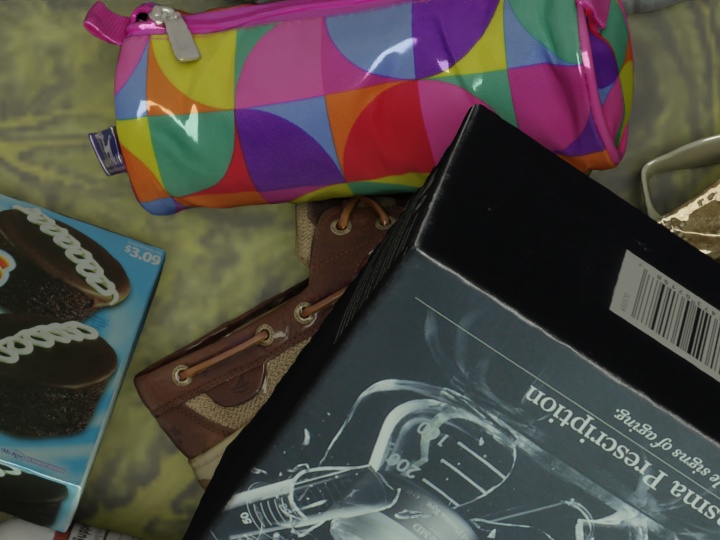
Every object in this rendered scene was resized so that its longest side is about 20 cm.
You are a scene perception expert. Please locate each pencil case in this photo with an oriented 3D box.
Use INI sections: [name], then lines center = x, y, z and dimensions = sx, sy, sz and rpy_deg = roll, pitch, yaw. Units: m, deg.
[pencil case]
center = 0.001, -0.068, 0.981
dimensions = 0.198, 0.088, 0.089
rpy_deg = -5, 92, 14

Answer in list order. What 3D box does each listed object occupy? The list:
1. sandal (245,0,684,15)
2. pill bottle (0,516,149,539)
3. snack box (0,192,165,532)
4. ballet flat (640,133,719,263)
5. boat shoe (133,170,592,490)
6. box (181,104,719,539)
[sandal]
center = 0.042, -0.136, 1.008
dimensions = 0.205, 0.079, 0.060
rpy_deg = 1, 77, -6
[pill bottle]
center = -0.092, 0.156, 0.996
dimensions = 0.198, 0.112, 0.113
rpy_deg = 13, 91, -2
[snack box]
center = -0.184, 0.012, 0.995
dimensions = 0.199, 0.037, 0.117
rpy_deg = 19, 51, -3
[ballet flat]
center = 0.112, -0.005, 1.032
dimensions = 0.199, 0.071, 0.066
rpy_deg = -27, 66, -4
[boat shoe]
center = 0.000, 0.000, 1.018
dimensions = 0.200, 0.072, 0.072
rpy_deg = -39, 94, 6
[box]
center = 0.065, 0.082, 0.916
dimensions = 0.199, 0.104, 0.182
rpy_deg = 32, 123, -5
